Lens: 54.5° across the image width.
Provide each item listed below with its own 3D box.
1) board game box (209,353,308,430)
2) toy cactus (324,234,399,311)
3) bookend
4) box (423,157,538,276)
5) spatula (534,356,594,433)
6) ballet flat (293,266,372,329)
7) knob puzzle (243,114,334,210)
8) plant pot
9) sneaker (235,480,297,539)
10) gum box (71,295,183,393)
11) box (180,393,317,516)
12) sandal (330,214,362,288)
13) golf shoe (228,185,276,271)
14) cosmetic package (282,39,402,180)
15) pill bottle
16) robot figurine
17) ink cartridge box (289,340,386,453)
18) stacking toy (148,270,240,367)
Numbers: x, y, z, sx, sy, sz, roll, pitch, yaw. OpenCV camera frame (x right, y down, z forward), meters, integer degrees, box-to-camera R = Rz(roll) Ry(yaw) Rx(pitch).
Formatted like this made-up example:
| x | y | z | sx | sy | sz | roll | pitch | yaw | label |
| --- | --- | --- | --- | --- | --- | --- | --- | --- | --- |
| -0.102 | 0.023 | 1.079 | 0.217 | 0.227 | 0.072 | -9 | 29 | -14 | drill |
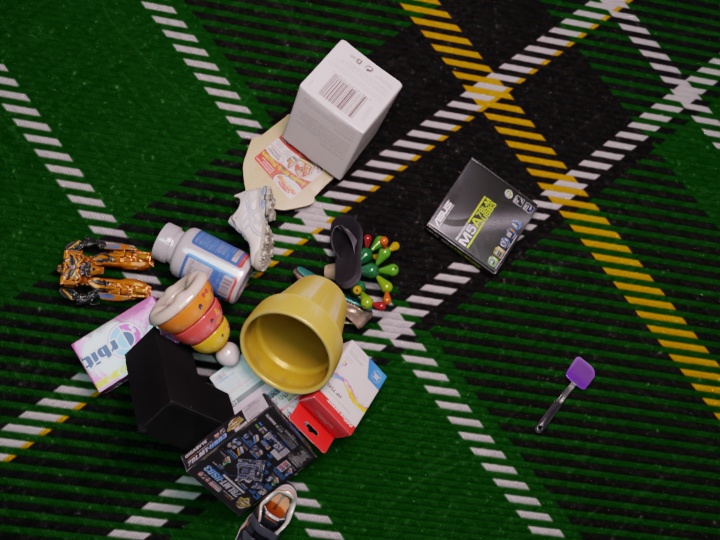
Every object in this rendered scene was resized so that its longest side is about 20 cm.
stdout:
| x | y | z | sx | sy | sz | roll | pitch | yaw | label |
| --- | --- | --- | --- | --- | --- | --- | --- | --- | --- |
| -0.199 | 0.264 | 1.466 | 0.147 | 0.064 | 0.201 | -34 | 85 | -10 | board game box |
| 0.000 | 0.000 | 1.512 | 0.163 | 0.103 | 0.202 | -1 | 59 | 15 | toy cactus |
| -0.347 | 0.242 | 1.376 | 0.092 | 0.198 | 0.201 | -41 | 46 | 11 | bookend |
| 0.276 | -0.122 | 1.598 | 0.192 | 0.048 | 0.201 | 37 | 78 | -2 | box |
| 0.453 | 0.284 | 1.563 | 0.056 | 0.021 | 0.200 | 38 | 80 | 13 | spatula |
| -0.070 | 0.067 | 1.517 | 0.199 | 0.068 | 0.068 | 30 | 103 | 0 | ballet flat |
| -0.175 | -0.219 | 1.566 | 0.217 | 0.030 | 0.223 | 1 | 81 | -8 | knob puzzle |
| -0.115 | 0.113 | 1.412 | 0.200 | 0.201 | 0.189 | 34 | 36 | 0 | plant pot |
| -0.197 | 0.521 | 1.417 | 0.078 | 0.079 | 0.201 | 30 | 80 | -3 | sneaker |
| -0.475 | 0.150 | 1.449 | 0.199 | 0.066 | 0.114 | -33 | 85 | -11 | gum box |
| -0.213 | 0.364 | 1.367 | 0.198 | 0.050 | 0.201 | -36 | 130 | -4 | box |
| -0.032 | -0.052 | 1.496 | 0.076 | 0.043 | 0.202 | -28 | 43 | 18 | sandal |
| -0.231 | -0.085 | 1.475 | 0.096 | 0.079 | 0.202 | -4 | 57 | 3 | golf shoe |
| -0.043 | -0.339 | 1.499 | 0.164 | 0.200 | 0.166 | 37 | 63 | -2 | cosmetic package |
| -0.331 | -0.021 | 1.473 | 0.198 | 0.112 | 0.113 | 27 | 78 | -2 | pill bottle |
| -0.539 | 0.002 | 1.470 | 0.197 | 0.058 | 0.147 | 4 | 79 | -7 | robot figurine |
| -0.045 | 0.258 | 1.433 | 0.116 | 0.067 | 0.201 | 47 | 53 | -14 | ink cartridge box |
| -0.310 | 0.114 | 1.400 | 0.146 | 0.146 | 0.201 | -44 | 113 | -12 | stacking toy |
